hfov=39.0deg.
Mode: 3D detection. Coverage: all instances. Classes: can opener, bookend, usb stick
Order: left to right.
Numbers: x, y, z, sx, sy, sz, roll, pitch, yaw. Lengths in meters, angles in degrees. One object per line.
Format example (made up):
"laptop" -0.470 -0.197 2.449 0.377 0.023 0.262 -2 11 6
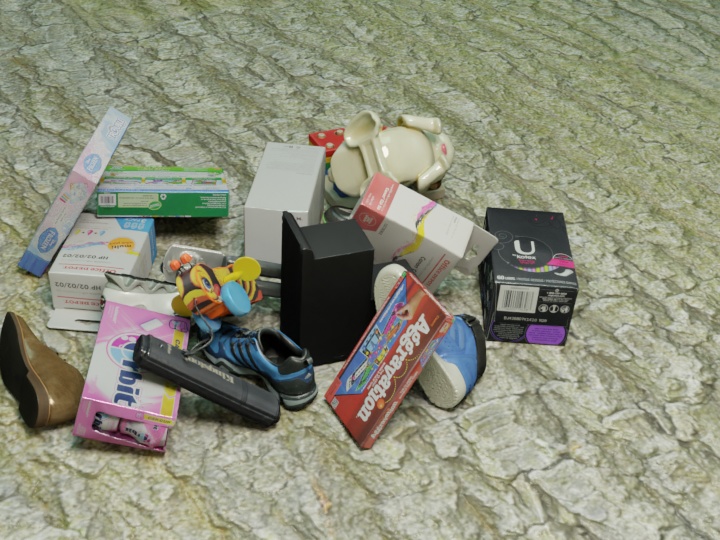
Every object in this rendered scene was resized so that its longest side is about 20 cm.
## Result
"usb stick" -0.186 0.136 1.247 0.200 0.033 0.056 29 26 -22
"can opener" -0.179 0.003 1.422 0.199 0.054 0.067 10 -1 -15
"bookend" -0.002 0.013 1.373 0.198 0.201 0.092 -10 38 -18

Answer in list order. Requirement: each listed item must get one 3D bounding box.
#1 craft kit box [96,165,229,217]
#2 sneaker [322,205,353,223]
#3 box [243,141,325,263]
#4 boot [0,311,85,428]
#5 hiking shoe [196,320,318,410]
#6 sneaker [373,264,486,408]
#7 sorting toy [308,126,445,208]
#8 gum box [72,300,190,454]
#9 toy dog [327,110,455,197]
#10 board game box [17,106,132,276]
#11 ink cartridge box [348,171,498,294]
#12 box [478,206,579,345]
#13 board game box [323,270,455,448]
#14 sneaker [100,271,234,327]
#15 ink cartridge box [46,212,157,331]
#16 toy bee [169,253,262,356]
"craft kit box" -0.312 -0.127 1.612 0.199 0.049 0.198 0 19 -10
"sneaker" 0.039 -0.078 1.602 0.199 0.084 0.077 11 36 10
"box" -0.115 -0.096 1.577 0.097 0.125 0.200 6 35 3
"boot" -0.411 0.126 1.304 0.075 0.074 0.200 0 36 -38
"hiking shoe" -0.134 0.099 1.336 0.199 0.087 0.074 25 40 26
"sneaker" 0.099 0.070 1.342 0.111 0.077 0.200 -33 94 -48
"sorting toy" 0.018 -0.188 1.765 0.198 0.070 0.200 -13 39 -22
"gum box" -0.283 0.133 1.268 0.113 0.066 0.200 14 33 -13
"toy dog" 0.064 -0.170 1.616 0.199 0.194 0.140 -14 78 -40
"board game box" -0.425 -0.120 1.522 0.043 0.199 0.200 30 32 -15
"ink cartridge box" 0.080 -0.041 1.438 0.199 0.117 0.068 27 56 -4
"box" 0.242 0.004 1.490 0.122 0.106 0.200 4 35 -1
"board game box" 0.033 0.110 1.259 0.019 0.200 0.103 17 21 -42
"sneaker" -0.264 0.059 1.406 0.199 0.089 0.074 10 1 -28
"ink cartridge box" -0.373 0.000 1.465 0.115 0.068 0.200 4 36 1
"toy bee" -0.188 0.020 1.291 0.131 0.109 0.200 -30 6 -1
